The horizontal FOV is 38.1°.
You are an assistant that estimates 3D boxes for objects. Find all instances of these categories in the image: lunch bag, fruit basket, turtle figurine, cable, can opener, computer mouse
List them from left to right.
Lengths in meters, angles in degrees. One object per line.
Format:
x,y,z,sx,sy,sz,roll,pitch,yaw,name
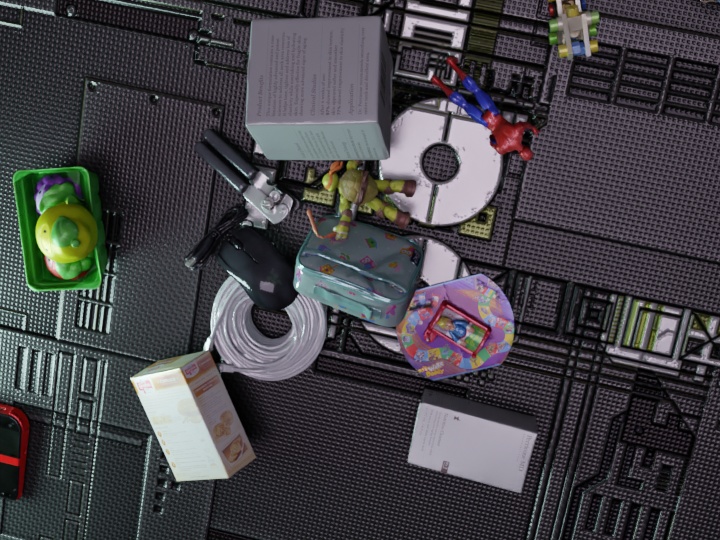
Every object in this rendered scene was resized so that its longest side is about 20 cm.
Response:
-0.487,-0.064,1.692,0.153,0.216,0.219,-2,103,9,fruit basket
-0.186,-0.152,1.703,0.199,0.066,0.053,40,104,7,can opener
-0.182,-0.015,1.675,0.199,0.053,0.139,38,78,22,computer mouse
-0.151,0.085,1.743,0.197,0.069,0.203,16,103,4,cable
0.000,0.000,1.647,0.197,0.161,0.078,19,130,7,lunch bag
0.007,-0.135,1.650,0.159,0.064,0.203,14,67,-13,turtle figurine

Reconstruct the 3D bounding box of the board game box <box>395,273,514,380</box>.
0.154,0.100,1.713,0.197,0.039,0.160,-14,100,12,board game box

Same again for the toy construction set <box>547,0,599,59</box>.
0.308,-0.413,1.525,0.091,0.131,0.203,4,104,7,toy construction set

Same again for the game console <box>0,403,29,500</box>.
-0.705,0.318,1.905,0.197,0.031,0.179,13,109,6,game console

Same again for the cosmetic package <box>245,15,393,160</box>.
-0.057,-0.270,1.571,0.197,0.166,0.170,1,78,8,cosmetic package

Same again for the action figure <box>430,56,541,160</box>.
0.205,-0.241,1.623,0.065,0.099,0.200,-47,71,18,action figure

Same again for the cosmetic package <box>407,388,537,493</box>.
0.186,0.281,1.730,0.197,0.081,0.115,13,103,7,cosmetic package

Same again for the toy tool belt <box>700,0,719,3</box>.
0.535,-0.427,1.492,0.124,0.123,0.202,-29,98,14,toy tool belt

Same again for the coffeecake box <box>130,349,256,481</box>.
-0.284,0.248,1.765,0.152,0.073,0.202,-13,103,45,coffeecake box
